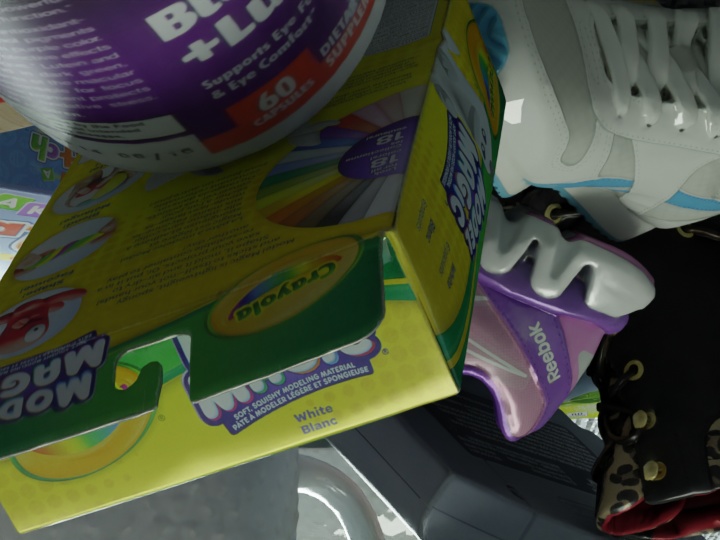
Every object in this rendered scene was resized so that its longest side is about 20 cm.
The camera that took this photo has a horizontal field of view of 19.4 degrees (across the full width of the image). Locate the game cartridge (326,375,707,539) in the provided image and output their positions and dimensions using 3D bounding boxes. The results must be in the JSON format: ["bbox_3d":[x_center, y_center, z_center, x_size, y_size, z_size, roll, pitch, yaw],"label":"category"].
[{"bbox_3d":[0.063,0.088,0.877,0.200,0.041,0.133,22,-167,-46],"label":"game cartridge"}]

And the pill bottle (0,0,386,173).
[{"bbox_3d":[-0.066,-0.101,0.445,0.111,0.112,0.200,-7,164,13],"label":"pill bottle"}]

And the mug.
[{"bbox_3d":[-0.076,0.126,0.882,0.199,0.176,0.148,10,159,-28],"label":"mug"}]

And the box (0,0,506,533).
[{"bbox_3d":[-0.027,-0.006,0.528,0.117,0.049,0.200,-19,-160,16],"label":"box"}]

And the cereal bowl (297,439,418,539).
[{"bbox_3d":[0.011,0.112,1.124,0.199,0.084,0.200,-6,-173,1],"label":"cereal bowl"}]

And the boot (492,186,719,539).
[{"bbox_3d":[0.093,0.027,0.831,0.199,0.151,0.073,-1,156,-10],"label":"boot"}]

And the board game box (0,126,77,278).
[{"bbox_3d":[-0.163,-0.016,0.857,0.151,0.037,0.200,8,159,-33],"label":"board game box"}]

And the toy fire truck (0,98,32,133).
[{"bbox_3d":[-0.126,-0.068,0.662,0.199,0.049,0.141,2,163,-21],"label":"toy fire truck"}]

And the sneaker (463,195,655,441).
[{"bbox_3d":[0.000,0.000,0.752,0.199,0.089,0.080,23,-174,0],"label":"sneaker"}]

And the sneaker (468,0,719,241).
[{"bbox_3d":[0.086,-0.062,0.694,0.081,0.077,0.200,-18,166,24],"label":"sneaker"}]

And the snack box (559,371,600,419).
[{"bbox_3d":[0.010,0.026,0.974,0.199,0.068,0.169,-5,162,4],"label":"snack box"}]
